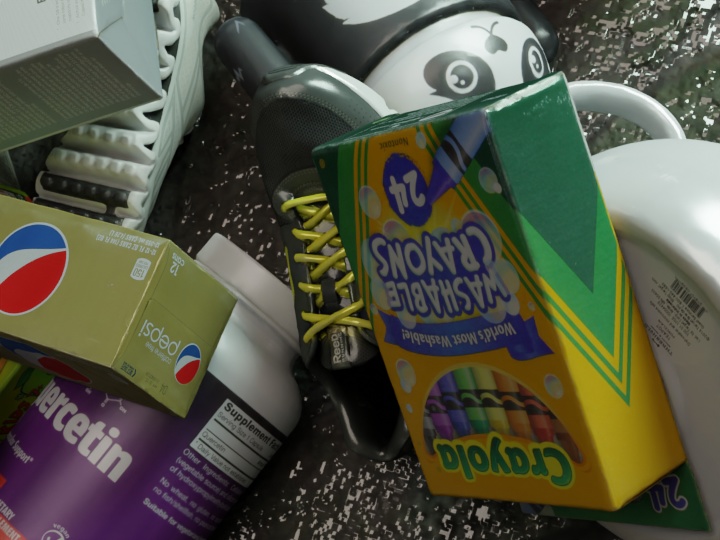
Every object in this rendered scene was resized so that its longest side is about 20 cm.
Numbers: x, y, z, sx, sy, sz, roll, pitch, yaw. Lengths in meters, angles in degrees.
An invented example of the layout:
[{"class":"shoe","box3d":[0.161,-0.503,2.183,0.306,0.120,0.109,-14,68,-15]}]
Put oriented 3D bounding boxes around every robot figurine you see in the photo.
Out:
[{"class":"robot figurine","box3d":[0.015,-0.124,0.810,0.150,0.125,0.201,-38,63,6]}]

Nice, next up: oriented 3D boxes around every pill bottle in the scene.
[{"class":"pill bottle","box3d":[-0.107,0.083,0.779,0.112,0.113,0.201,35,84,26]}]

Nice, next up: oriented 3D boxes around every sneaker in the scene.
[{"class":"sneaker","box3d":[0.000,0.000,0.730,0.074,0.202,0.085,-14,24,25]},{"class":"sneaker","box3d":[-0.126,-0.075,0.870,0.074,0.081,0.203,19,96,26]}]

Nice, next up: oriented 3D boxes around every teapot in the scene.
[{"class":"teapot","box3d":[0.160,0.020,0.699,0.145,0.202,0.196,-27,21,-33]}]

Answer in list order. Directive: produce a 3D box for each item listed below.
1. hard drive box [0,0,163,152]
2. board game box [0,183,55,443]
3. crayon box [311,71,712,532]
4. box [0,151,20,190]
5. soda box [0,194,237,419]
[{"class":"hard drive box","box3d":[-0.214,-0.144,0.813,0.198,0.077,0.158,-15,67,15]},{"class":"board game box","box3d":[-0.227,0.061,0.836,0.102,0.047,0.201,45,102,27]},{"class":"crayon box","box3d":[0.062,0.028,0.663,0.051,0.125,0.202,-26,101,-33]},{"class":"box","box3d":[-0.268,-0.095,0.910,0.077,0.095,0.202,-27,63,7]},{"class":"soda box","box3d":[-0.162,0.006,0.735,0.198,0.068,0.065,14,72,31]}]
